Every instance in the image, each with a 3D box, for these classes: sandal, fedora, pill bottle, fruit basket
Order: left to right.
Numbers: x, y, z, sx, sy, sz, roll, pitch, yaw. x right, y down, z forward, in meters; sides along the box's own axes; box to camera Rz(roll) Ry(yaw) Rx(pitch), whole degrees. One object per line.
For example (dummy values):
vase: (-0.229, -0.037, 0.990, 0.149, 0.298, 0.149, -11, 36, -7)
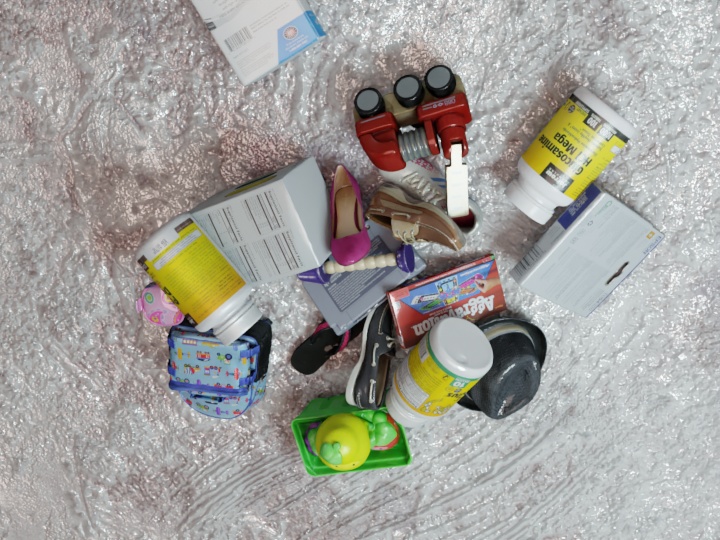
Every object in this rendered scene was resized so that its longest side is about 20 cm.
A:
pill bottle: (-0.243, 0.017, 1.195, 0.109, 0.109, 0.200, -38, 96, 18)
sandal: (-0.054, 0.121, 1.403, 0.075, 0.045, 0.200, 39, 110, -6)
fruit basket: (-0.019, 0.303, 1.375, 0.215, 0.216, 0.156, -10, 115, 11)
pill bottle: (0.122, 0.176, 1.289, 0.113, 0.113, 0.200, 32, 131, -4)
fedora: (0.245, 0.182, 1.333, 0.200, 0.092, 0.201, -6, 119, -10)
pill bottle: (0.320, -0.174, 1.214, 0.112, 0.112, 0.200, 35, 110, -5)

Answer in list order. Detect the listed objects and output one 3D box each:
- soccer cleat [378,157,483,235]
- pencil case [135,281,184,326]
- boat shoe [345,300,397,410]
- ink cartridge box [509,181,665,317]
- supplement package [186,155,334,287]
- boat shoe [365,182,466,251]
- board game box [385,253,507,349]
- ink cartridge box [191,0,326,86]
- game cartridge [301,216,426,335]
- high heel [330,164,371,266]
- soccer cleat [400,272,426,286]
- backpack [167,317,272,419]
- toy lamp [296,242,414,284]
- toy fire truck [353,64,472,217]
soccer cleat: (0.117, -0.126, 1.272, 0.200, 0.086, 0.070, 32, 110, -4)
pencil case: (-0.304, 0.022, 1.319, 0.087, 0.200, 0.088, 4, 113, 9)
boat shoe: (0.033, 0.143, 1.350, 0.060, 0.074, 0.200, 12, 77, 31)
ink cartridge box: (0.371, -0.028, 1.270, 0.200, 0.043, 0.196, 23, 115, -41)
supplement package: (-0.157, -0.071, 1.279, 0.200, 0.152, 0.151, -17, 106, 22)
boat shoe: (0.084, -0.071, 1.234, 0.072, 0.200, 0.076, -48, 135, -10)
board game box: (0.148, 0.051, 1.316, 0.200, 0.019, 0.103, -20, 105, -15)
ink cartridge box: (-0.167, -0.413, 1.210, 0.146, 0.086, 0.200, -28, 102, 15)
game cartridge: (0.000, 0.000, 1.333, 0.200, 0.041, 0.133, -39, 78, 17)
high heel: (-0.027, -0.087, 1.239, 0.067, 0.200, 0.096, -16, 120, 5)
soccer cleat: (0.125, 0.069, 1.352, 0.078, 0.069, 0.200, -36, 98, 15)
backpack: (-0.258, 0.183, 1.408, 0.182, 0.135, 0.200, 11, 113, 5)
toy lamp: (-0.012, -0.012, 1.290, 0.200, 0.058, 0.058, -8, 108, 20)
toy fire truck: (0.095, -0.186, 1.211, 0.176, 0.129, 0.200, -15, 69, 12)
